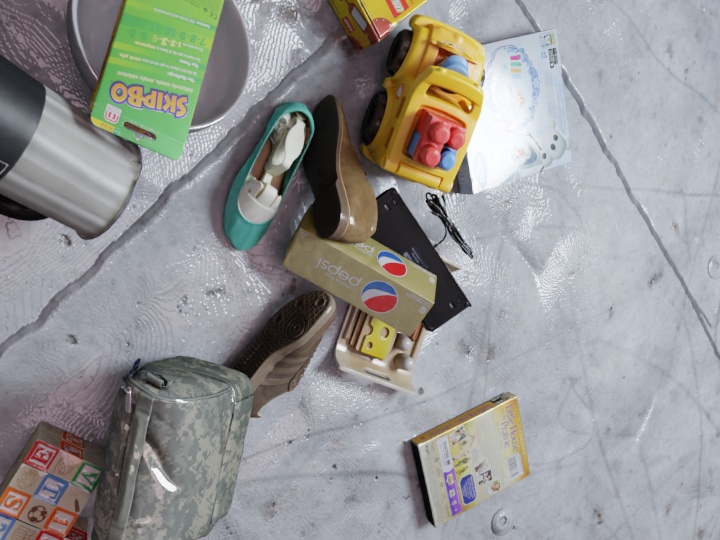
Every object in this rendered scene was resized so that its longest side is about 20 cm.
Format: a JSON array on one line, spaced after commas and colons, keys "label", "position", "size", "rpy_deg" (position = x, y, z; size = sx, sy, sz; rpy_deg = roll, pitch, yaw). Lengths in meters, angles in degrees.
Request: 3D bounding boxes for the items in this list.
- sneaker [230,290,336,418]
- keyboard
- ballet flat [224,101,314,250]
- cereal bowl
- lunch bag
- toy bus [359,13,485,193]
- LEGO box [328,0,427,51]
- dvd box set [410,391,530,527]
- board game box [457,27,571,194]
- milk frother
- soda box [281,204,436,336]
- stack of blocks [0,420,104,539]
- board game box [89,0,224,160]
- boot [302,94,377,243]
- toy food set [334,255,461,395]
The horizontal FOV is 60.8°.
[{"label": "sneaker", "position": [-0.099, 0.112, 0.811], "size": [0.199, 0.071, 0.076], "rpy_deg": [-43, 134, 4]}, {"label": "keyboard", "position": [0.090, -0.026, 0.844], "size": [0.125, 0.021, 0.202], "rpy_deg": [-33, 103, 11]}, {"label": "ballet flat", "position": [-0.115, -0.121, 0.770], "size": [0.066, 0.070, 0.205], "rpy_deg": [25, 86, -24]}, {"label": "cereal bowl", "position": [-0.224, -0.246, 0.679], "size": [0.196, 0.082, 0.207], "rpy_deg": [4, 83, -38]}, {"label": "lunch bag", "position": [-0.219, 0.204, 0.696], "size": [0.135, 0.168, 0.206], "rpy_deg": [14, 93, 9]}, {"label": "toy bus", "position": [0.093, -0.203, 0.774], "size": [0.132, 0.193, 0.205], "rpy_deg": [18, 108, -15]}, {"label": "LEGO box", "position": [0.011, -0.417, 0.783], "size": [0.148, 0.077, 0.202], "rpy_deg": [-40, 112, -15]}, {"label": "dvd box set", "position": [0.182, 0.303, 0.996], "size": [0.195, 0.029, 0.151], "rpy_deg": [-20, 105, -21]}, {"label": "board game box", "position": [0.222, -0.241, 0.930], "size": [0.194, 0.043, 0.206], "rpy_deg": [-18, 105, -22]}, {"label": "milk frother", "position": [-0.333, -0.163, 0.618], "size": [0.187, 0.176, 0.206], "rpy_deg": [35, 63, -48]}, {"label": "soda box", "position": [0.000, 0.000, 0.801], "size": [0.196, 0.065, 0.068], "rpy_deg": [29, 124, -8]}, {"label": "stack of blocks", "position": [-0.375, 0.297, 0.712], "size": [0.114, 0.058, 0.203], "rpy_deg": [34, 83, -26]}, {"label": "board game box", "position": [-0.204, -0.221, 0.625], "size": [0.094, 0.030, 0.206], "rpy_deg": [21, 72, -35]}, {"label": "boot", "position": [-0.025, -0.128, 0.790], "size": [0.074, 0.073, 0.206], "rpy_deg": [11, 63, -40]}, {"label": "toy food set", "position": [0.057, 0.064, 0.885], "size": [0.141, 0.060, 0.206], "rpy_deg": [21, 88, -27]}]
